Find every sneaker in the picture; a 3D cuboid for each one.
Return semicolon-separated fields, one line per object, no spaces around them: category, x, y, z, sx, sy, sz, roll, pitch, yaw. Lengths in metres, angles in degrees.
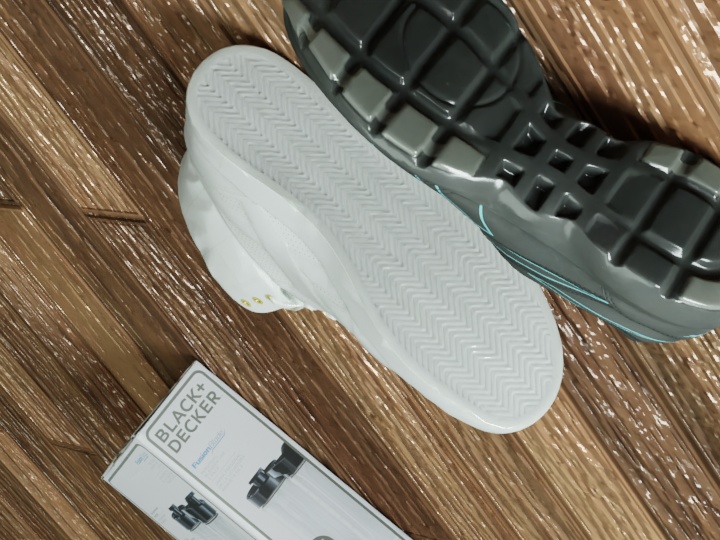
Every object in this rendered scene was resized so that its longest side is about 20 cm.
sneaker;0.000;0.000;0.930;0.200;0.074;0.116;46;159;8
sneaker;0.050;-0.037;0.781;0.200;0.076;0.079;38;158;2

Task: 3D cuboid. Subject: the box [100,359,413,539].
box;-0.049;0.149;1.264;0.200;0.060;0.117;39;156;-1
